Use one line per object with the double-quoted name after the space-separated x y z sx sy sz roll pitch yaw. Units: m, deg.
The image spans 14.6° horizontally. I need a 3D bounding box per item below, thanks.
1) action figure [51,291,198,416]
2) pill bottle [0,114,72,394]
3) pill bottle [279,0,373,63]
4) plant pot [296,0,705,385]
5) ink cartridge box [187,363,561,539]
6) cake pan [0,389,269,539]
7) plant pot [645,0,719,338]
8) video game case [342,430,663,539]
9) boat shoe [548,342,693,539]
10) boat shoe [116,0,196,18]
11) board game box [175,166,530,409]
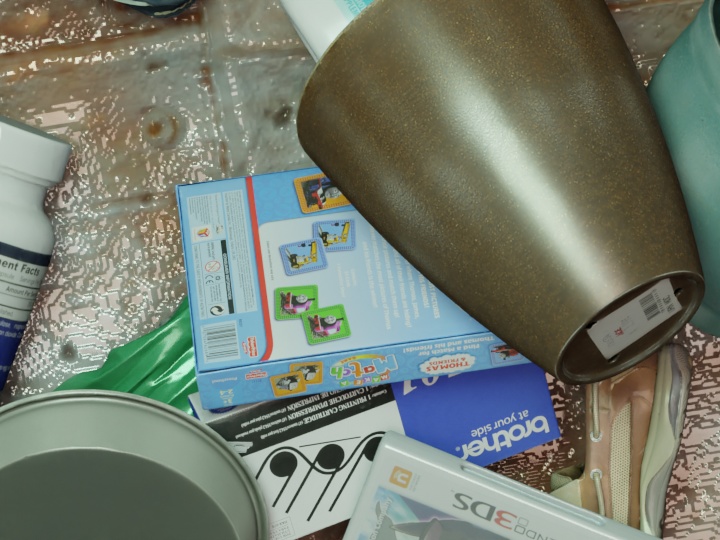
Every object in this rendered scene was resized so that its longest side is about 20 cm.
-0.112 0.073 1.639 0.118 0.055 0.200 44 89 -2 "action figure"
-0.242 0.005 1.602 0.115 0.116 0.201 20 91 -3 "pill bottle"
0.061 -0.170 1.604 0.200 0.111 0.111 -34 93 0 "pill bottle"
0.094 -0.045 1.503 0.187 0.187 0.200 -33 63 0 "plant pot"
0.009 0.084 1.620 0.199 0.044 0.094 -21 117 -8 "ink cartridge box"
-0.151 0.157 1.579 0.200 0.037 0.201 0 124 0 "cake pan"
0.226 -0.045 1.589 0.200 0.200 0.134 44 118 -3 "plant pot"
0.066 0.209 1.621 0.182 0.023 0.200 22 117 3 "video game case"
0.144 0.136 1.641 0.072 0.076 0.201 10 94 5 "boat shoe"
-0.182 -0.206 1.619 0.200 0.062 0.075 33 95 -2 "boat shoe"
0.000 0.000 1.600 0.199 0.152 0.037 -8 137 -1 "board game box"
